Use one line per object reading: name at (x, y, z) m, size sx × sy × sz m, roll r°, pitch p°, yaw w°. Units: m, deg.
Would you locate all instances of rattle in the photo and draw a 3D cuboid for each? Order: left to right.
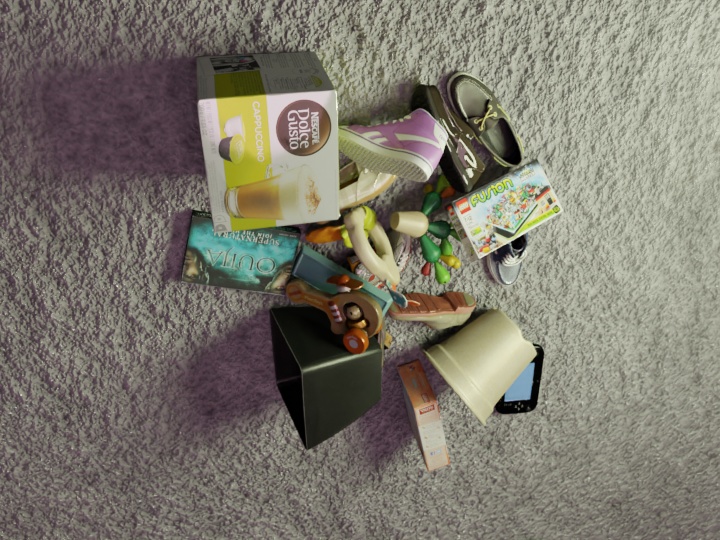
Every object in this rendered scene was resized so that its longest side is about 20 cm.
rattle at (0.000, 0.000, 1.157) m, size 0.141 × 0.130 × 0.203 m, roll -26°, pitch 97°, yaw 6°

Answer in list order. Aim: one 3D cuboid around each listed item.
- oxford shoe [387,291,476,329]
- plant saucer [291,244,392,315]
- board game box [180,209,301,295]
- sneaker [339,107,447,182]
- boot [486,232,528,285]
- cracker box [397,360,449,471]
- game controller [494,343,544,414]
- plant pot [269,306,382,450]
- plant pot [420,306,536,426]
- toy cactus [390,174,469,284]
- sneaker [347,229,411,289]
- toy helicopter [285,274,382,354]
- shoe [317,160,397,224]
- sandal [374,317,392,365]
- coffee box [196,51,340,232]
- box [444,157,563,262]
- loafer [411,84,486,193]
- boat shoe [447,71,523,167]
oxford shoe at (0.141, 0.092, 1.328) m, size 0.196 × 0.071 × 0.075 m, roll 0°, pitch 126°, yaw -20°
plant saucer at (-0.037, 0.030, 1.221) m, size 0.198 × 0.019 × 0.071 m, roll 31°, pitch 121°, yaw 1°
board game box at (-0.218, -0.028, 1.189) m, size 0.196 × 0.028 × 0.137 m, roll 8°, pitch 118°, yaw -19°
sneaker at (0.052, -0.225, 1.091) m, size 0.116 × 0.198 × 0.073 m, roll -60°, pitch 155°, yaw -16°
boot at (0.291, -0.036, 1.281) m, size 0.071 × 0.091 × 0.203 m, roll -19°, pitch 124°, yaw -2°
cracker box at (0.139, 0.318, 1.431) m, size 0.057 × 0.135 × 0.203 m, roll -17°, pitch 124°, yaw -3°
game controller at (0.365, 0.252, 1.507) m, size 0.102 × 0.042 × 0.203 m, roll -9°, pitch 122°, yaw -9°
plant pot at (-0.061, 0.189, 1.275) m, size 0.174 × 0.200 × 0.203 m, roll -12°, pitch 124°, yaw -20°
plant pot at (0.257, 0.185, 1.364) m, size 0.183 × 0.201 × 0.201 m, roll -41°, pitch 123°, yaw -1°
toy cactus at (0.125, -0.082, 1.184) m, size 0.162 × 0.102 × 0.204 m, roll 8°, pitch 92°, yaw -30°
sneaker at (0.023, -0.010, 1.234) m, size 0.081 × 0.078 × 0.201 m, roll 31°, pitch 109°, yaw -27°
toy helicopter at (-0.050, 0.055, 1.188) m, size 0.197 × 0.079 × 0.134 m, roll 19°, pitch 127°, yaw 20°
shoe at (-0.012, -0.152, 1.141) m, size 0.198 × 0.070 × 0.054 m, roll -32°, pitch 132°, yaw 9°
sandal at (0.034, 0.126, 1.334) m, size 0.054 × 0.081 × 0.204 m, roll -14°, pitch 119°, yaw -31°
coffee box at (-0.142, -0.203, 0.998) m, size 0.194 × 0.201 × 0.203 m, roll -7°, pitch 123°, yaw -11°
box at (0.258, -0.109, 1.168) m, size 0.198 × 0.035 × 0.112 m, roll -28°, pitch 90°, yaw -18°
loafer at (0.154, -0.235, 1.130) m, size 0.071 × 0.073 × 0.202 m, roll -36°, pitch 112°, yaw -17°
boat shoe at (0.225, -0.262, 1.142) m, size 0.072 × 0.061 × 0.201 m, roll -41°, pitch 122°, yaw 11°
